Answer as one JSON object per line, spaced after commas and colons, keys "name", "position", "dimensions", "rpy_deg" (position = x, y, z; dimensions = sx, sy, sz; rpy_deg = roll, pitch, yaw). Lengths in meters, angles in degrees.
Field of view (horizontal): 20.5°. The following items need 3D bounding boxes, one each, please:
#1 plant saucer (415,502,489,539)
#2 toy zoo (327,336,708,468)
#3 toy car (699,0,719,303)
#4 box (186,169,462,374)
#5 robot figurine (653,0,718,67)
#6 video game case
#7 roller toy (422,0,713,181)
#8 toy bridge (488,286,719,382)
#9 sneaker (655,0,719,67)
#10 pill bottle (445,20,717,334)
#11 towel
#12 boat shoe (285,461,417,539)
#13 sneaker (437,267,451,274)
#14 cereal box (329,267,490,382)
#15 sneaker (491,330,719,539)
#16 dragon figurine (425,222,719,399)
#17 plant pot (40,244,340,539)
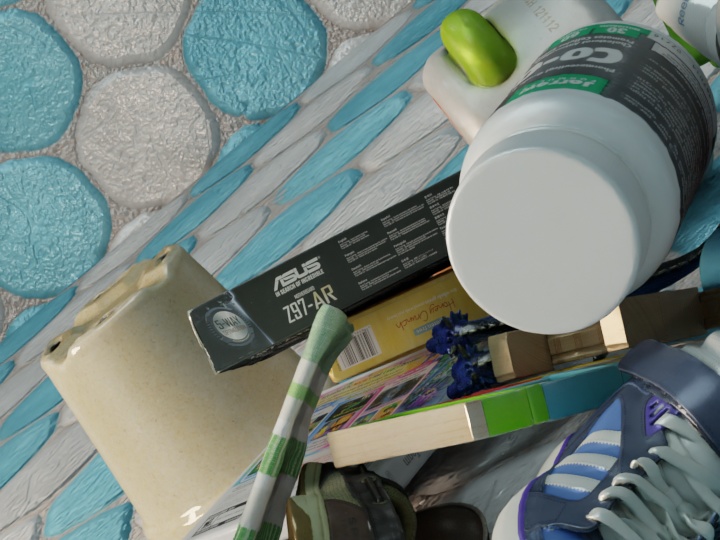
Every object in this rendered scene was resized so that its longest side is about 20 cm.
{"name": "plant saucer", "position": [-0.004, 0.202, 1.045], "dimensions": [0.200, 0.032, 0.200], "rpy_deg": [-38, 11, 9]}
{"name": "toy zoo", "position": [0.098, 0.066, 1.046], "dimensions": [0.199, 0.021, 0.131], "rpy_deg": [-12, -4, -34]}
{"name": "toy car", "position": [0.232, -0.097, 1.002], "dimensions": [0.184, 0.200, 0.177], "rpy_deg": [-24, 19, 52]}
{"name": "box", "position": [0.000, 0.000, 1.260], "dimensions": [0.199, 0.044, 0.160], "rpy_deg": [-27, -3, 7]}
{"name": "robot figurine", "position": [0.308, -0.221, 1.420], "dimensions": [0.200, 0.116, 0.175], "rpy_deg": [-32, -16, 36]}
{"name": "video game case", "position": [-0.007, 0.110, 1.266], "dimensions": [0.200, 0.024, 0.182], "rpy_deg": [-26, 14, 43]}
{"name": "roller toy", "position": [0.145, -0.107, 1.347], "dimensions": [0.140, 0.183, 0.200], "rpy_deg": [-38, -10, 4]}
{"name": "toy bridge", "position": [0.151, 0.026, 1.019], "dimensions": [0.067, 0.027, 0.200], "rpy_deg": [-8, -6, -39]}
{"name": "sneaker", "position": [0.253, -0.137, 1.151], "dimensions": [0.087, 0.199, 0.075], "rpy_deg": [37, 106, 45]}
{"name": "pill bottle", "position": [0.114, -0.049, 1.017], "dimensions": [0.113, 0.113, 0.200], "rpy_deg": [-33, 8, 27]}
{"name": "towel", "position": [-0.045, 0.119, 1.115], "dimensions": [0.153, 0.023, 0.201], "rpy_deg": [74, -144, -86]}
{"name": "boat shoe", "position": [-0.002, 0.139, 1.049], "dimensions": [0.064, 0.074, 0.200], "rpy_deg": [-5, 3, 2]}
{"name": "sneaker", "position": [0.022, 0.013, 1.552], "dimensions": [0.200, 0.070, 0.090], "rpy_deg": [-23, 17, 49]}
{"name": "cereal box", "position": [0.055, 0.023, 1.308], "dimensions": [0.143, 0.040, 0.200], "rpy_deg": [-25, -1, 8]}
{"name": "sneaker", "position": [0.142, 0.090, 0.883], "dimensions": [0.146, 0.081, 0.200], "rpy_deg": [-39, 6, 23]}
{"name": "dragon figurine", "position": [0.127, 0.020, 1.138], "dimensions": [0.200, 0.059, 0.099], "rpy_deg": [-31, -15, 39]}
{"name": "plant pot", "position": [-0.127, 0.091, 1.447], "dimensions": [0.200, 0.184, 0.201], "rpy_deg": [-38, 13, 10]}
